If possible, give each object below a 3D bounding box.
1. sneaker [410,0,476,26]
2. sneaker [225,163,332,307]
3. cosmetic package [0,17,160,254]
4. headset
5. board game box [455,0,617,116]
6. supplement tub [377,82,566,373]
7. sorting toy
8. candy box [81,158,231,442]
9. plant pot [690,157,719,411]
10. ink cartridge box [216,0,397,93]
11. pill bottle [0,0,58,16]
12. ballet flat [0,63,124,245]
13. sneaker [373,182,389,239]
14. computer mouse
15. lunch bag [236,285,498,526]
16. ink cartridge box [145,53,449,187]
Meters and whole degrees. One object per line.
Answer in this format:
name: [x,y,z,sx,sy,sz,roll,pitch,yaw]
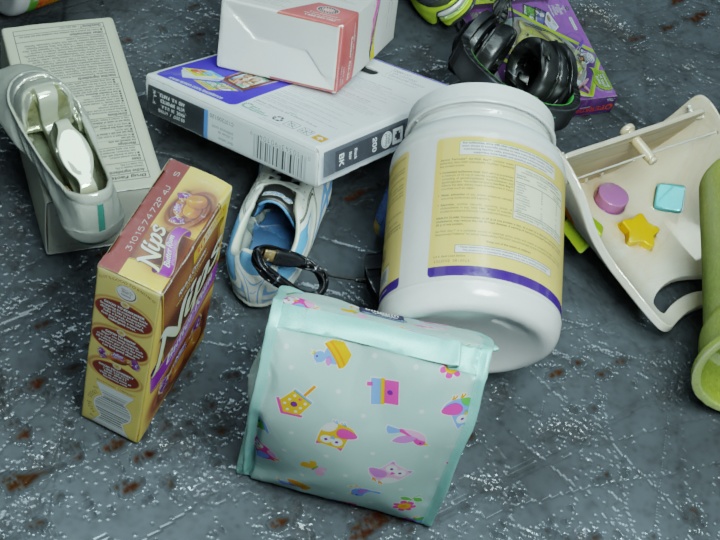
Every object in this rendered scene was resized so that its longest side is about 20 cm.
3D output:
sneaker: [0.040,-0.330,1.591,0.074,0.081,0.200,-40,61,1]
sneaker: [-0.065,-0.059,1.386,0.072,0.073,0.201,14,50,0]
cosmetic package: [-0.240,-0.119,1.389,0.103,0.073,0.201,-8,56,-17]
headset: [0.144,-0.204,1.484,0.123,0.094,0.200,21,29,-17]
board game box: [0.160,-0.231,1.594,0.120,0.032,0.201,-11,57,-15]
supplement tub: [0.091,-0.033,1.301,0.145,0.146,0.201,9,64,-6]
sorting toy: [0.257,-0.038,1.432,0.199,0.107,0.180,-19,70,-33]
candy box: [-0.155,0.026,1.217,0.056,0.200,0.117,24,52,7]
plant pot: [0.358,-0.003,1.342,0.199,0.201,0.185,2,60,-11]
ink cartridge box: [-0.037,-0.233,1.471,0.116,0.068,0.200,15,30,15]
pill bottle: [-0.259,-0.320,1.513,0.200,0.111,0.111,-26,63,-28]
ballet flat: [-0.241,-0.110,1.296,0.069,0.070,0.200,-18,58,-24]
sneaker: [0.095,-0.081,1.436,0.088,0.075,0.200,37,55,15]
computer mouse: [0.000,0.000,1.335,0.199,0.034,0.059,6,57,-36]
lunch bag: [0.002,0.088,1.203,0.170,0.200,0.122,14,57,-1]
ink cartridge box: [-0.050,-0.149,1.424,0.198,0.044,0.200,25,34,31]
